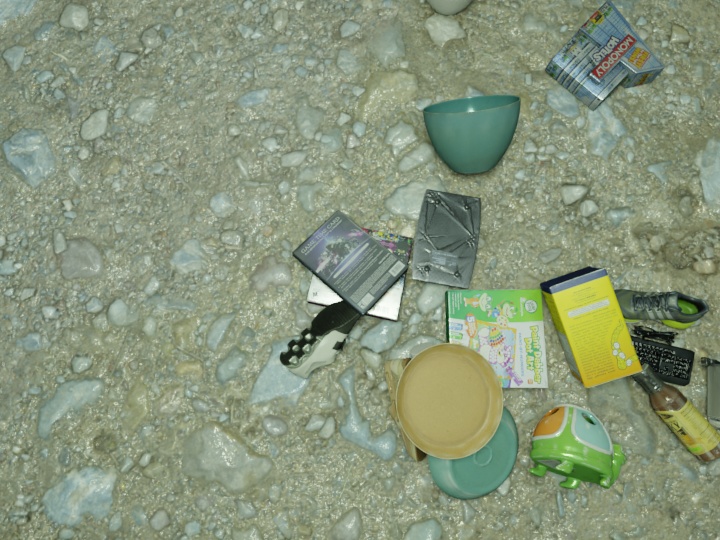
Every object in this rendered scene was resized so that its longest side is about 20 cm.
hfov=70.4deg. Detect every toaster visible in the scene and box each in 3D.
[{"bbox_3d":[0.753,0.246,0.974,0.198,0.114,0.131,10,81,2],"label":"toaster"}]

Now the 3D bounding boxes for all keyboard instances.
[{"bbox_3d":[0.578,0.161,1.035,0.198,0.040,0.105,13,80,4],"label":"keyboard"}]

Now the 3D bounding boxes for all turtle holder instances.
[{"bbox_3d":[0.415,0.332,0.955,0.183,0.141,0.133,11,61,13],"label":"turtle holder"}]

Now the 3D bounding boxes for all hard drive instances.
[{"bbox_3d":[0.183,-0.066,1.093,0.133,0.042,0.202,10,79,4],"label":"hard drive"}]

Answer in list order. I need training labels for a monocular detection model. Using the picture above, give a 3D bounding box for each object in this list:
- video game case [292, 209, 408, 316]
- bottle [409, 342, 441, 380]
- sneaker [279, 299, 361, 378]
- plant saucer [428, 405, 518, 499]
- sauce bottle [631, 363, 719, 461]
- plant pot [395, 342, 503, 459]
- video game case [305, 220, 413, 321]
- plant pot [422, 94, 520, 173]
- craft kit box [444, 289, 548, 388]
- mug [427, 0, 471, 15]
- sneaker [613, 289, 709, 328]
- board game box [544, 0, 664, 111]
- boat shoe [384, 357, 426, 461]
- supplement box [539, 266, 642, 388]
[{"bbox_3d":[-0.021,-0.020,1.047,0.200,0.019,0.143,39,69,17],"label":"video game case"},{"bbox_3d":[0.148,0.238,0.983,0.083,0.065,0.202,-24,103,-19],"label":"bottle"},{"bbox_3d":[-0.065,0.140,1.043,0.199,0.089,0.074,-39,41,-3],"label":"sneaker"},{"bbox_3d":[0.225,0.344,0.966,0.198,0.036,0.203,-2,96,-19],"label":"plant saucer"},{"bbox_3d":[0.617,0.274,0.999,0.065,0.065,0.201,-38,78,-6],"label":"sauce bottle"},{"bbox_3d":[0.159,0.233,0.921,0.197,0.027,0.203,1,82,-6],"label":"plant pot"},{"bbox_3d":[0.000,0.000,1.088,0.198,0.036,0.183,11,79,4],"label":"video game case"},{"bbox_3d":[0.235,-0.283,1.079,0.198,0.201,0.136,-8,115,0],"label":"plant pot"},{"bbox_3d":[0.275,0.140,1.048,0.195,0.049,0.203,0,78,-1],"label":"craft kit box"},{"bbox_3d":[0.189,-0.693,1.157,0.199,0.175,0.148,39,81,9],"label":"mug"},{"bbox_3d":[0.595,0.066,1.029,0.197,0.081,0.075,4,67,1],"label":"sneaker"},{"bbox_3d":[0.565,-0.472,1.157,0.200,0.062,0.200,44,83,10],"label":"board game box"},{"bbox_3d":[0.092,0.276,1.018,0.064,0.071,0.203,-12,84,35],"label":"boat shoe"},{"bbox_3d":[0.441,0.105,0.989,0.108,0.109,0.202,-20,89,10],"label":"supplement box"}]
